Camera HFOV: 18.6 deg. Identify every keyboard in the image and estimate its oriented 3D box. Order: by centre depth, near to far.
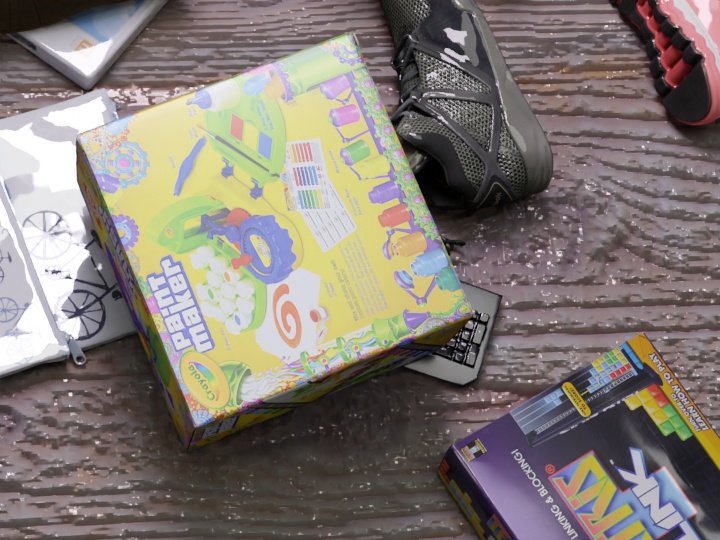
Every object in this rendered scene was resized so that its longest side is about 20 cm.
[{"bbox_3d":[0.000,0.000,1.503,0.199,0.040,0.104,19,64,-3],"label":"keyboard"}]

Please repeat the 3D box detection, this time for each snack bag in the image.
[{"bbox_3d":[-0.229,-0.020,1.476,0.199,0.021,0.189,-17,69,-18],"label":"snack bag"}]

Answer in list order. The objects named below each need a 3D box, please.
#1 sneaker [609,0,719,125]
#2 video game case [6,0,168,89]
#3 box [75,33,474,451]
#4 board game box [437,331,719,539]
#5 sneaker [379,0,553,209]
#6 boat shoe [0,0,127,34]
[{"bbox_3d":[0.244,-0.200,1.637,0.087,0.074,0.201,-9,71,-30],"label":"sneaker"},{"bbox_3d":[-0.209,-0.251,1.586,0.182,0.022,0.200,35,64,6],"label":"video game case"},{"bbox_3d":[-0.060,-0.016,1.421,0.192,0.122,0.201,-21,82,-11],"label":"box"},{"bbox_3d":[0.174,0.165,1.451,0.165,0.057,0.200,-29,74,-23],"label":"board game box"},{"bbox_3d":[0.044,-0.128,1.549,0.114,0.076,0.200,-20,76,-26],"label":"sneaker"},{"bbox_3d":[-0.212,-0.216,1.526,0.199,0.073,0.065,-12,58,-19],"label":"boat shoe"}]
